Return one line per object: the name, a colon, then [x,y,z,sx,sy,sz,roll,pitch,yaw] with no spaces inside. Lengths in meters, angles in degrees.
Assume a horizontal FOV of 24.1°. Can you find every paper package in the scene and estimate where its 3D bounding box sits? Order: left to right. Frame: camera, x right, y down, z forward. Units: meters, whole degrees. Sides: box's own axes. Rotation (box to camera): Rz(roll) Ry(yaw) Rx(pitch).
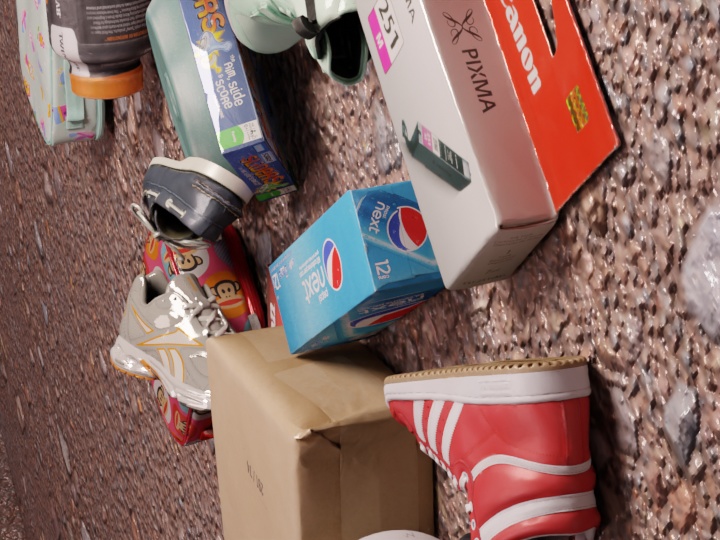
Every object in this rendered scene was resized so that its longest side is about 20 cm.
paper package: [-0.030,0.152,1.213,0.200,0.103,0.191,-141,45,-60]

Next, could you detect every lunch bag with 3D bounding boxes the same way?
lunch bag: [-0.330,-0.244,1.886,0.160,0.077,0.200,-127,33,-49]
lunch bag: [-0.142,0.065,1.510,0.200,0.082,0.176,112,143,-55]

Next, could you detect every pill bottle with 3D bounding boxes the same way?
pill bottle: [-0.249,-0.267,1.606,0.106,0.106,0.200,-136,41,-59]

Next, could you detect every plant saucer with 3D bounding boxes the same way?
plant saucer: [-0.142,-0.149,1.407,0.200,0.036,0.200,163,90,-82]

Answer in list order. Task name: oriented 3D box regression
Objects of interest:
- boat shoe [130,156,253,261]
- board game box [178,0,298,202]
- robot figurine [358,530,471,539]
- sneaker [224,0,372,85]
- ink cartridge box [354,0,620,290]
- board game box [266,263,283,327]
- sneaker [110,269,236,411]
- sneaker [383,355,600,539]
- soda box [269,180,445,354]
boat shoe: [-0.144,-0.049,1.375,0.062,0.075,0.200,-58,23,-12]
board game box: [-0.100,-0.164,1.269,0.135,0.034,0.200,54,-161,-75]
robot figurine: [0.042,0.252,1.039,0.200,0.150,0.125,-125,15,-49]
sneaker: [-0.039,-0.164,1.116,0.200,0.074,0.118,132,132,-63]
ink cartridge box: [0.061,-0.113,0.919,0.174,0.043,0.200,122,134,-64]
board game box: [-0.055,0.104,1.365,0.103,0.019,0.200,-121,27,-62]
sneaker: [-0.131,0.053,1.357,0.200,0.076,0.092,18,105,42]
sneaker: [0.071,0.109,0.958,0.200,0.071,0.113,166,97,-68]
soda box: [0.000,0.000,1.111,0.200,0.064,0.068,141,117,-68]
